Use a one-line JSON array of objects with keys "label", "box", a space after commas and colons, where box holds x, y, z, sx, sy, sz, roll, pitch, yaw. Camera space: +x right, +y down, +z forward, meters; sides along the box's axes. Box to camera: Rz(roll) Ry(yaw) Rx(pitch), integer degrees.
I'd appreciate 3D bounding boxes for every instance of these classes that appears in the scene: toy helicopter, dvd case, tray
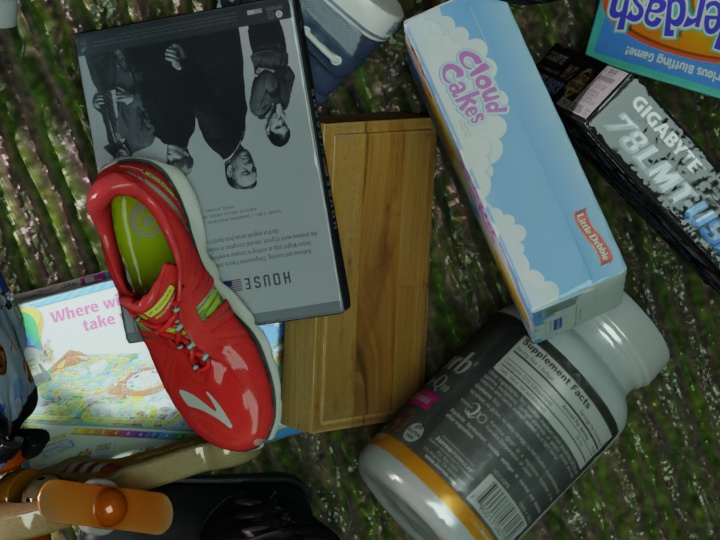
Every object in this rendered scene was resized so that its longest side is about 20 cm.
[{"label": "toy helicopter", "box": [-0.153, 0.132, 1.557, 0.198, 0.132, 0.080, -16, 99, -18]}, {"label": "dvd case", "box": [-0.094, -0.063, 1.564, 0.149, 0.025, 0.202, -8, 96, 15]}, {"label": "tray", "box": [0.000, 0.000, 1.614, 0.098, 0.037, 0.202, -6, 104, -40]}]

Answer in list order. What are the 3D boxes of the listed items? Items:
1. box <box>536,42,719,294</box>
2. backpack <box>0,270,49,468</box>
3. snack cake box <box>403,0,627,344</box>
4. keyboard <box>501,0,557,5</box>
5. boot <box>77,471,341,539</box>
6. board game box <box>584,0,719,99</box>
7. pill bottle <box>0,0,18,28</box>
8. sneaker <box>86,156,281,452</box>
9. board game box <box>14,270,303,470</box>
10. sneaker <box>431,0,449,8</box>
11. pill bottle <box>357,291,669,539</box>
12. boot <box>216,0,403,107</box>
[{"label": "box", "box": [0.199, -0.053, 1.574, 0.050, 0.199, 0.200, -44, 103, 3]}, {"label": "backpack", "box": [-0.300, 0.031, 1.519, 0.198, 0.154, 0.192, -12, 120, 11]}, {"label": "snack cake box", "box": [0.096, -0.065, 1.542, 0.067, 0.115, 0.201, -23, 78, 0]}, {"label": "keyboard", "box": [0.107, -0.263, 1.526, 0.104, 0.039, 0.202, 6, 89, -41]}, {"label": "boot", "box": [-0.098, 0.182, 1.572, 0.163, 0.200, 0.066, -12, 102, -6]}, {"label": "board game box", "box": [0.244, -0.212, 1.592, 0.151, 0.045, 0.202, 18, 99, 22]}, {"label": "pill bottle", "box": [-0.243, -0.252, 1.514, 0.110, 0.111, 0.202, 1, 101, -9]}, {"label": "sneaker", "box": [-0.118, 0.026, 1.524, 0.077, 0.085, 0.201, -27, 90, 16]}, {"label": "board game box", "box": [-0.138, 0.063, 1.629, 0.198, 0.034, 0.136, -14, 103, -6]}, {"label": "sneaker", "box": [0.106, -0.250, 1.587, 0.089, 0.075, 0.202, 16, 100, -11]}, {"label": "pill bottle", "box": [0.103, 0.096, 1.620, 0.200, 0.116, 0.117, -45, 104, -12]}, {"label": "boot", "box": [-0.073, -0.195, 1.575, 0.200, 0.073, 0.090, 43, 111, -3]}]
